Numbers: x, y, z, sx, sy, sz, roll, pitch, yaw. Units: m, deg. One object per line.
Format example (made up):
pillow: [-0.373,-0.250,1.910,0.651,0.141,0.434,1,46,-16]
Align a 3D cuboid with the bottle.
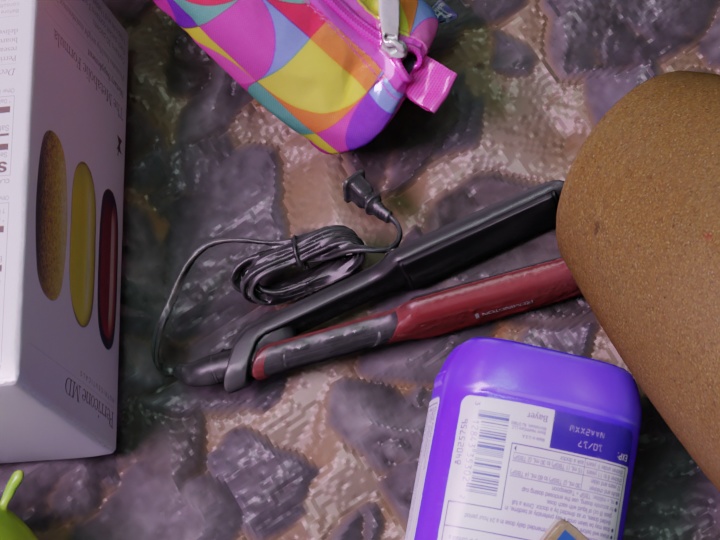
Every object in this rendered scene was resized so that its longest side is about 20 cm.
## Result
bottle: [0.054,0.131,0.755,0.083,0.065,0.202,12,79,-8]

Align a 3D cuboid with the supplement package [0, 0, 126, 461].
supplement package: [-0.170,-0.028,0.842,0.108,0.114,0.202,-6,70,13]

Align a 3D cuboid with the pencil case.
pencil case: [-0.052,-0.134,0.823,0.200,0.088,0.089,38,79,-22]

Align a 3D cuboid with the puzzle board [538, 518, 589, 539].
puzzle board: [0.062,0.212,0.712,0.151,0.017,0.200,41,81,-15]

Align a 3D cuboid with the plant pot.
plant pot: [0.173,0.010,0.729,0.186,0.187,0.200,-46,52,-5]

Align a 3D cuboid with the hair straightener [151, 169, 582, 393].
hair straightener: [0.000,0.000,0.843,0.198,0.041,0.078,-19,66,11]

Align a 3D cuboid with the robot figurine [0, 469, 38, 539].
robot figurine: [-0.204,0.160,0.787,0.199,0.116,0.177,-28,89,4]
